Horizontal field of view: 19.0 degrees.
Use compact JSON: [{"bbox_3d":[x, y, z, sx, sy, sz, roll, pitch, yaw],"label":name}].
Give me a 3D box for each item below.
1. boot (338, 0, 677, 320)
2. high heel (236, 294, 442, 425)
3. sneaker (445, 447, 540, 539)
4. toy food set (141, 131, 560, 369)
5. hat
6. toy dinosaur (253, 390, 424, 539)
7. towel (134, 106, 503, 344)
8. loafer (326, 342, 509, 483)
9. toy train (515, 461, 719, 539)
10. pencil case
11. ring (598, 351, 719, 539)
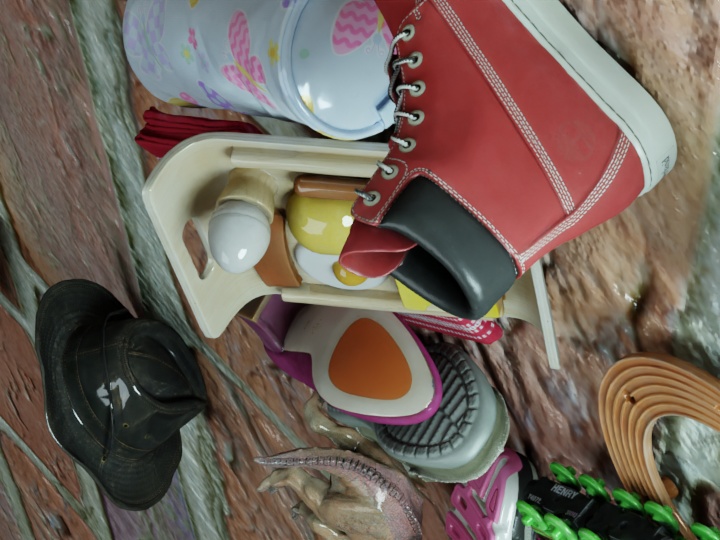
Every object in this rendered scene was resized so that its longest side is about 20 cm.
[{"bbox_3d":[0.020,-0.077,0.936,0.200,0.144,0.073,48,161,20],"label":"boot"},{"bbox_3d":[0.004,0.056,1.276,0.096,0.068,0.200,39,177,-40],"label":"high heel"},{"bbox_3d":[0.104,0.195,1.316,0.074,0.087,0.201,-128,33,-62],"label":"sneaker"},{"bbox_3d":[0.000,0.000,1.098,0.199,0.061,0.144,6,148,17],"label":"toy food set"},{"bbox_3d":[-0.175,0.089,1.726,0.201,0.081,0.201,49,-149,-43],"label":"hat"},{"bbox_3d":[0.016,0.154,1.370,0.135,0.086,0.200,35,171,38],"label":"toy dinosaur"},{"bbox_3d":[-0.025,-0.025,1.203,0.200,0.023,0.144,37,168,-29],"label":"towel"},{"bbox_3d":[0.046,0.086,1.277,0.070,0.075,0.200,35,176,-19],"label":"loafer"},{"bbox_3d":[0.150,0.147,1.118,0.056,0.042,0.200,50,165,-25],"label":"toy train"},{"bbox_3d":[-0.049,-0.116,1.112,0.200,0.083,0.091,15,134,59],"label":"pencil case"},{"bbox_3d":[0.192,0.120,1.059,0.200,0.019,0.201,46,160,23],"label":"ring"}]
